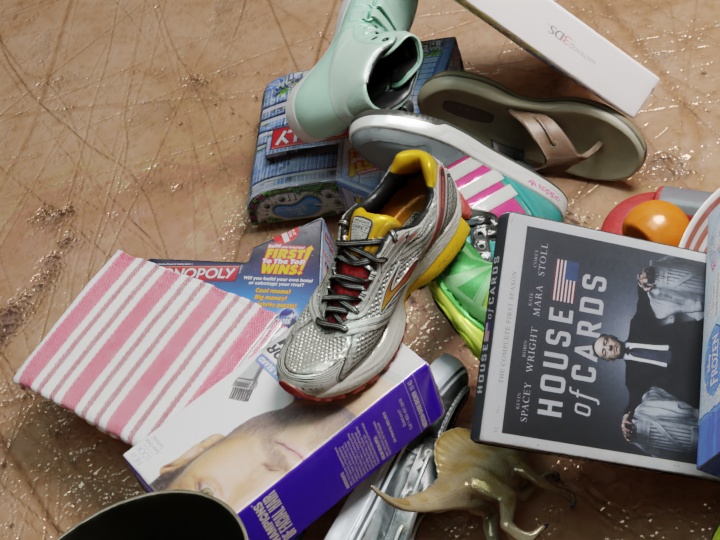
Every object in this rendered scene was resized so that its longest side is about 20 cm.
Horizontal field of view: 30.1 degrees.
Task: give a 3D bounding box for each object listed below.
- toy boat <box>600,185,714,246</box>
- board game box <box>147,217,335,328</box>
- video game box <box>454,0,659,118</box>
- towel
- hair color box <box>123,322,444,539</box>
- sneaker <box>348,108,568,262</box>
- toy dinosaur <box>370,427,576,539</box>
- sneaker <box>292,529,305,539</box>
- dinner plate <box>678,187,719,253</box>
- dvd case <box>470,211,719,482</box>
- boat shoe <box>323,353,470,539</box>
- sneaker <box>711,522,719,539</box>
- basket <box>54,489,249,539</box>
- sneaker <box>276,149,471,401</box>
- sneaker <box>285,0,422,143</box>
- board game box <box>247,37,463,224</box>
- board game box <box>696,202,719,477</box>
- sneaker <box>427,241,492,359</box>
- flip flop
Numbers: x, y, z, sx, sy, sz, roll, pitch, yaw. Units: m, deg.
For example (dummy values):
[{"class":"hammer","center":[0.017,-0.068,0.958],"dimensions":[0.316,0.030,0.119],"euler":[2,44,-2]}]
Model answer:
[{"class":"toy boat","center":[0.222,0.002,0.996],"dimensions":[0.129,0.131,0.201],"euler":[10,54,26]},{"class":"board game box","center":[-0.096,0.050,1.109],"dimensions":[0.198,0.062,0.201],"euler":[3,52,20]},{"class":"video game box","center":[0.136,-0.218,1.140],"dimensions":[0.047,0.199,0.182],"euler":[-55,26,13]},{"class":"towel","center":[-0.168,0.068,1.061],"dimensions":[0.199,0.030,0.147],"euler":[20,60,34]},{"class":"hair color box","center":[-0.052,0.114,0.939],"dimensions":[0.199,0.065,0.109],"euler":[-38,46,-16]},{"class":"sneaker","center":[0.069,-0.039,1.077],"dimensions":[0.198,0.084,0.122],"euler":[24,64,-15]},{"class":"toy dinosaur","center":[0.085,0.155,0.936],"dimensions":[0.101,0.058,0.199],"euler":[46,41,17]},{"class":"sneaker","center":[-0.128,0.231,0.970],"dimensions":[0.198,0.079,0.090],"euler":[-25,62,1]},{"class":"dinner plate","center":[0.306,0.026,0.950],"dimensions":[0.198,0.024,0.203],"euler":[2,81,-14]},{"class":"dvd case","center":[0.176,0.054,0.888],"dimensions":[0.198,0.025,0.152],"euler":[11,81,-15]},{"class":"boat shoe","center":[0.041,0.156,0.979],"dimensions":[0.070,0.072,0.201],"euler":[23,66,16]},{"class":"sneaker","center":[0.303,0.152,0.867],"dimensions":[0.199,0.074,0.084],"euler":[-30,64,-22]},{"class":"basket","center":[-0.120,0.260,0.845],"dimensions":[0.180,0.201,0.136],"euler":[-35,48,-14]},{"class":"sneaker","center":[0.000,0.000,0.922],"dimensions":[0.077,0.082,0.201],"euler":[17,63,32]},{"class":"sneaker","center":[0.028,-0.192,1.135],"dimensions":[0.118,0.074,0.201],"euler":[-7,45,47]},{"class":"board game box","center":[-0.007,-0.108,1.204],"dimensions":[0.198,0.062,0.201],"euler":[-7,49,13]},{"class":"board game box","center":[0.316,0.065,0.860],"dimensions":[0.198,0.043,0.200],"euler":[20,55,-9]},{"class":"sneaker","center":[0.110,0.029,0.970],"dimensions":[0.083,0.074,0.200],"euler":[-38,56,1]},{"class":"flip flop","center":[0.141,-0.112,1.127],"dimensions":[0.198,0.081,0.058],"euler":[18,51,0]}]
